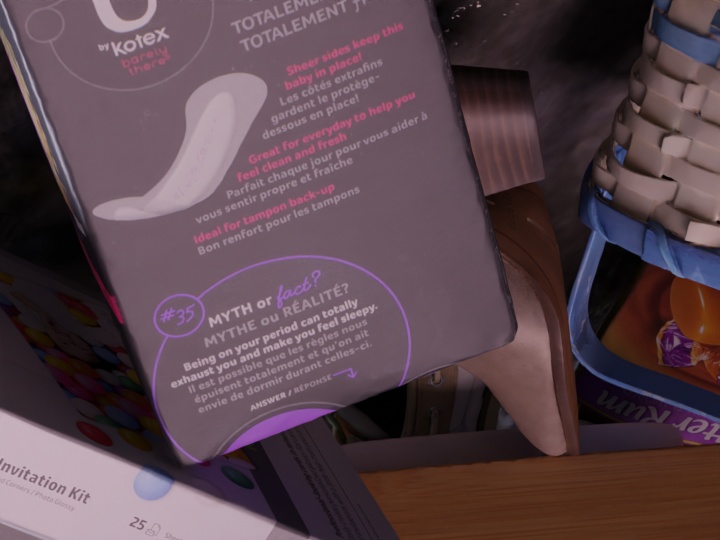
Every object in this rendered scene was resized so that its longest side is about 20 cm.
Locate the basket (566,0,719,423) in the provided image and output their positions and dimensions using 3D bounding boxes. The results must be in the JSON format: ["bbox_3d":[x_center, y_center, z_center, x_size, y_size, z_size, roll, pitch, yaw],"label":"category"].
[{"bbox_3d":[0.169,-0.017,1.011,0.139,0.176,0.200,-35,143,-52],"label":"basket"}]

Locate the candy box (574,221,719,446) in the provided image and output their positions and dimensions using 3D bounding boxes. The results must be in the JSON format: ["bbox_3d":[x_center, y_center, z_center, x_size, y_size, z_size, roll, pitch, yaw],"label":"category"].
[{"bbox_3d":[0.150,0.057,1.174,0.117,0.056,0.200,29,134,3],"label":"candy box"}]

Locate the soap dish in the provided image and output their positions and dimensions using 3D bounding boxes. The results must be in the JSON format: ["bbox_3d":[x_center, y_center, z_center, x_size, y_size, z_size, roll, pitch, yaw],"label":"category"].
[{"bbox_3d":[0.043,0.136,1.103,0.200,0.081,0.157,-2,142,-36],"label":"soap dish"}]

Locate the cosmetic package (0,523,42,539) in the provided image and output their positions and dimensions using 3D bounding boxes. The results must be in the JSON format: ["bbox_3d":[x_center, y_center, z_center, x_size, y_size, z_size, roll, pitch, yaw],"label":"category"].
[{"bbox_3d":[-0.129,0.071,1.041,0.200,0.090,0.107,7,138,-43],"label":"cosmetic package"}]

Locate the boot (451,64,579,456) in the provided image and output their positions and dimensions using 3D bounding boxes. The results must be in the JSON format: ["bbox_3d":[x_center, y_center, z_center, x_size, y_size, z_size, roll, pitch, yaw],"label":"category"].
[{"bbox_3d":[0.000,0.000,1.013,0.146,0.070,0.200,-10,126,4],"label":"boot"}]

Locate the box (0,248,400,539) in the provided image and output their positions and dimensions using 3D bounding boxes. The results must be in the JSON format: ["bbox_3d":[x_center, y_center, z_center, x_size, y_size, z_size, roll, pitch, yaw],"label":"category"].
[{"bbox_3d":[-0.090,0.049,0.923,0.200,0.156,0.041,24,104,-27],"label":"box"}]

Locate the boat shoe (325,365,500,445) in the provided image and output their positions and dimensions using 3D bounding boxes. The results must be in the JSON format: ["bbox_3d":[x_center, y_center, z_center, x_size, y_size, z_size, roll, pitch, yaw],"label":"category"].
[{"bbox_3d":[0.018,0.053,1.130,0.068,0.075,0.200,-5,131,-26],"label":"boat shoe"}]

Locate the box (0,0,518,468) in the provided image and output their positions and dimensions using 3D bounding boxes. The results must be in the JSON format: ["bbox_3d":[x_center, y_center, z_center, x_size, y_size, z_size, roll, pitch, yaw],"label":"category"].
[{"bbox_3d":[-0.041,-0.059,0.850,0.122,0.106,0.200,-21,127,-6],"label":"box"}]
